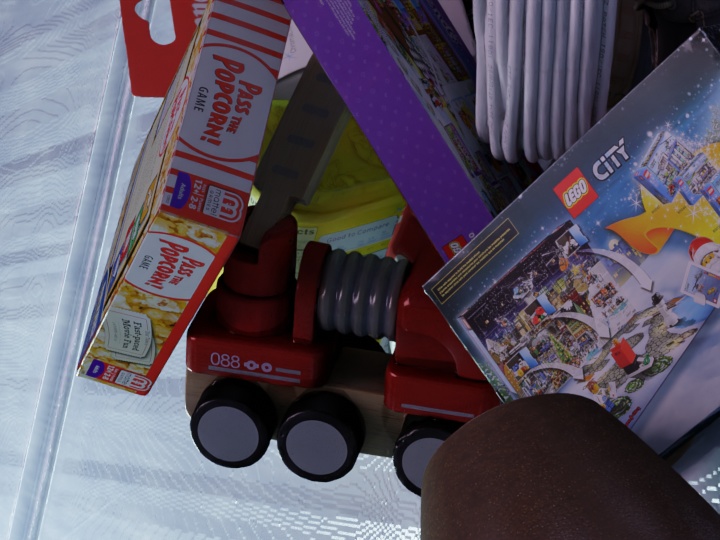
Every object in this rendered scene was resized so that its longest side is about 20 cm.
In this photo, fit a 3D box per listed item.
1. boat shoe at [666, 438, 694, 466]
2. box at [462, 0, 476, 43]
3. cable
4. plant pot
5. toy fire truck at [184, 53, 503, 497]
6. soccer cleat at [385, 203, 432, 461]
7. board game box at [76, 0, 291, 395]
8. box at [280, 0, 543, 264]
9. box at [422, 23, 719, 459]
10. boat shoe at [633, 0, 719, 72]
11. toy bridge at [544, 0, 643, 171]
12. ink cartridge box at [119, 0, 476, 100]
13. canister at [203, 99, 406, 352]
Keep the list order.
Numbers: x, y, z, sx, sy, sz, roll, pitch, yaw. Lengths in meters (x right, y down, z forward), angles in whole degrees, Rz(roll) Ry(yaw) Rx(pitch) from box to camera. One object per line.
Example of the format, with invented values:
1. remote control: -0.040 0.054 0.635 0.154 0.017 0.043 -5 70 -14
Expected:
1. boat shoe: 0.111 0.093 1.160 0.200 0.072 0.065 128 157 -48
2. box: 0.075 -0.182 1.386 0.200 0.043 0.161 159 118 -64
3. cable: 0.094 -0.156 1.139 0.200 0.069 0.200 -83 -8 -58
4. plant pot: 0.101 0.158 0.954 0.187 0.187 0.200 -61 38 38
5. toy fire truck: 0.000 0.000 1.215 0.129 0.176 0.200 -65 -20 -60
6. soccer cleat: 0.046 0.028 1.316 0.085 0.068 0.200 -91 4 -72
7. board game box: -0.099 -0.041 1.221 0.200 0.046 0.152 125 160 -58
8. box: 0.030 -0.098 1.195 0.039 0.137 0.200 -32 88 21
9. box: 0.137 0.001 1.025 0.200 0.038 0.137 -43 74 34
10. boat shoe: 0.162 -0.154 1.128 0.074 0.073 0.200 171 108 -66
11. toy bridge: 0.127 -0.107 1.252 0.067 0.027 0.200 -131 54 -60
12. ink cartridge box: -0.041 -0.167 1.337 0.163 0.200 0.057 -102 24 -43
13. canister: -0.021 -0.020 1.376 0.087 0.148 0.200 54 146 30
